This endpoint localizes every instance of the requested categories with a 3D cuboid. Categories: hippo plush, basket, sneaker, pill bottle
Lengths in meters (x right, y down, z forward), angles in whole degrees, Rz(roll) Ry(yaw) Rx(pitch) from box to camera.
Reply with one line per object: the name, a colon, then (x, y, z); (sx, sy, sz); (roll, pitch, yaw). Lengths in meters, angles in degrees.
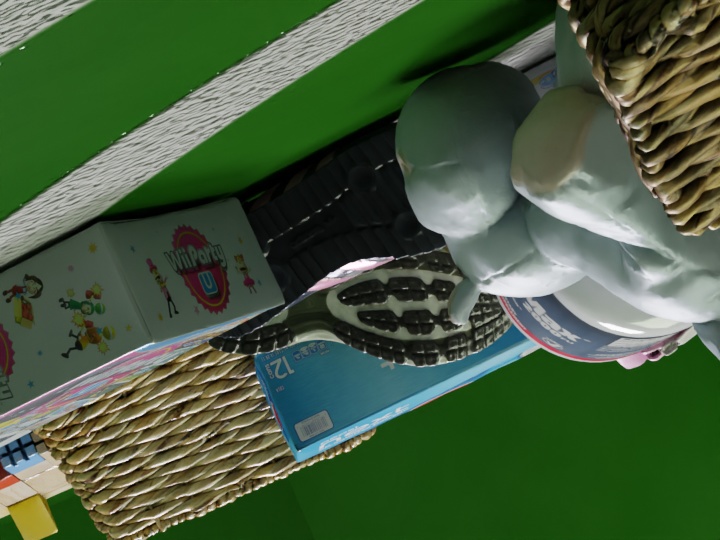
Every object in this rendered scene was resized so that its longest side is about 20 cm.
hippo plush: (0.109, -0.049, 1.207); (0.160, 0.200, 0.160); (1, -131, 51)
basket: (0.158, -0.136, 0.929); (0.199, 0.150, 0.143); (-25, 143, 9)
sneaker: (-0.001, -0.036, 1.352); (0.199, 0.071, 0.082); (-22, -168, 22)
sneaker: (0.000, 0.000, 1.520); (0.198, 0.077, 0.089); (4, -151, 20)
basket: (-0.108, 0.053, 1.691); (0.199, 0.150, 0.143); (-25, -151, 9)
pill bottle: (0.138, -0.021, 1.372); (0.119, 0.120, 0.200); (-23, 175, -9)

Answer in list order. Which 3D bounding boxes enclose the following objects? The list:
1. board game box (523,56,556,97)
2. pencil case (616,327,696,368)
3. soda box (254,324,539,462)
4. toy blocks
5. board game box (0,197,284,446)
board game box: (0.078, -0.074, 1.431); (0.199, 0.034, 0.134); (-26, 175, 24)
pencil case: (0.231, -0.015, 1.544); (0.199, 0.088, 0.087); (-24, 176, 14)
soda box: (0.039, 0.041, 1.575); (0.199, 0.065, 0.068); (-24, 171, -6)
toy blocks: (-0.217, 0.114, 1.828); (0.199, 0.101, 0.137); (-24, 165, 0)
board game box: (-0.158, 0.037, 1.294); (0.199, 0.065, 0.147); (-27, 175, 24)
